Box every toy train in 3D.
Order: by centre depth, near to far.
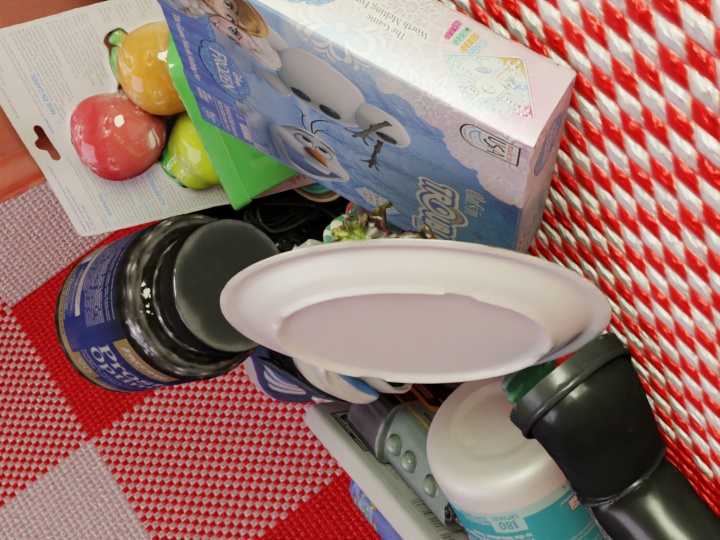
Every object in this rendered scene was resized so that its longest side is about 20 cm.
[{"bbox_3d":[0.075,0.144,1.124,0.200,0.113,0.086,46,131,43],"label":"toy train"}]

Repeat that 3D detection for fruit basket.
[{"bbox_3d":[-0.137,-0.111,0.949,0.095,0.197,0.186,-82,-23,-43],"label":"fruit basket"}]

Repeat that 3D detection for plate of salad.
[{"bbox_3d":[0.028,0.014,0.713,0.200,0.197,0.049,73,-161,-67],"label":"plate of salad"}]

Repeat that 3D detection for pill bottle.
[{"bbox_3d":[0.129,0.167,0.967,0.111,0.110,0.201,43,167,53],"label":"pill bottle"},{"bbox_3d":[-0.130,0.023,0.972,0.113,0.112,0.199,55,151,-11],"label":"pill bottle"}]

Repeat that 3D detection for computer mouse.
[{"bbox_3d":[0.000,0.000,0.994,0.201,0.139,0.046,53,146,32],"label":"computer mouse"}]

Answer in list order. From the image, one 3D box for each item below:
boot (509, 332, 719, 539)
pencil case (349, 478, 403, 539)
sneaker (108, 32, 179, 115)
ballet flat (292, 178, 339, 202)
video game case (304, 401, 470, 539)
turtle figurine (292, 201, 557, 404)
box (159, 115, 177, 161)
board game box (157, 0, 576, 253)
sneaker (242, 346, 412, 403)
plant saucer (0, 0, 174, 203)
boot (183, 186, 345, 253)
[{"bbox_3d":[0.159,0.128,0.762,0.163,0.073,0.198,54,180,19],"label":"boot"},{"bbox_3d":[0.073,0.232,1.190,0.200,0.087,0.078,47,-175,37],"label":"pencil case"},{"bbox_3d":[-0.140,-0.166,1.004,0.080,0.086,0.203,16,123,54],"label":"sneaker"},{"bbox_3d":[-0.056,-0.124,1.059,0.201,0.069,0.070,53,173,26],"label":"ballet flat"},{"bbox_3d":[0.074,0.174,1.183,0.180,0.024,0.200,-2,-144,-42],"label":"video game case"},{"bbox_3d":[0.033,-0.001,0.877,0.199,0.101,0.150,29,166,41],"label":"turtle figurine"},{"bbox_3d":[-0.147,-0.113,1.385,0.198,0.123,0.200,55,173,-15],"label":"box"},{"bbox_3d":[-0.001,-0.083,0.674,0.197,0.044,0.200,28,166,11],"label":"board game box"},{"bbox_3d":[-0.018,0.076,1.080,0.145,0.081,0.200,27,164,29],"label":"sneaker"},{"bbox_3d":[-0.216,-0.173,0.981,0.036,0.199,0.203,19,127,33],"label":"plant saucer"},{"bbox_3d":[-0.055,-0.028,1.110,0.209,0.080,0.159,-7,-127,-48],"label":"boot"}]
